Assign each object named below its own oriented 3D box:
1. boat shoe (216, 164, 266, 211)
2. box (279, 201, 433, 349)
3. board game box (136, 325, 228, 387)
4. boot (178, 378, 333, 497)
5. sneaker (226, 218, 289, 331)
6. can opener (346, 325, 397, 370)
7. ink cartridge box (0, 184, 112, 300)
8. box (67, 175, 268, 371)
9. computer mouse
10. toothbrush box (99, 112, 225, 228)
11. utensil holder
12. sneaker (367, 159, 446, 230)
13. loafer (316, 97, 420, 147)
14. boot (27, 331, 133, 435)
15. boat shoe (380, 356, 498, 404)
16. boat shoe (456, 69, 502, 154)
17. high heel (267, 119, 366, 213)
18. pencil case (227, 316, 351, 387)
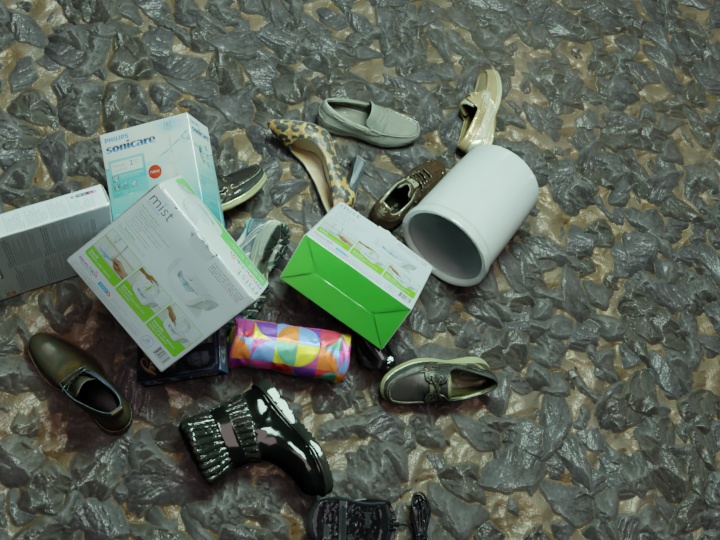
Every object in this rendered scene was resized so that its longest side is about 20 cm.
[{"bbox_3d":[-0.246,-0.130,1.236,0.200,0.073,0.065,-35,122,-25],"label":"boat shoe"},{"bbox_3d":[0.000,0.000,1.211,0.200,0.097,0.177,35,27,0],"label":"box"},{"bbox_3d":[-0.276,0.069,1.152,0.135,0.035,0.201,-10,69,9],"label":"board game box"},{"bbox_3d":[-0.155,0.277,1.103,0.158,0.080,0.211,-29,68,-31],"label":"boot"},{"bbox_3d":[-0.192,0.005,1.223,0.086,0.078,0.201,19,74,31],"label":"sneaker"},{"bbox_3d":[-0.002,0.081,1.242,0.063,0.079,0.200,-16,60,-29],"label":"can opener"},{"bbox_3d":[-0.459,-0.035,1.084,0.199,0.196,0.043,-20,73,-22],"label":"ink cartridge box"},{"bbox_3d":[-0.262,0.003,1.032,0.176,0.097,0.200,-37,98,13],"label":"box"},{"bbox_3d":[0.013,0.410,1.121,0.199,0.046,0.141,3,72,-20],"label":"computer mouse"},{"bbox_3d":[-0.297,-0.119,1.135,0.146,0.085,0.201,-11,82,9],"label":"toothbrush box"},{"bbox_3d":[0.197,-0.100,1.315,0.170,0.170,0.200,41,61,3],"label":"utensil holder"},{"bbox_3d":[0.097,-0.143,1.352,0.070,0.076,0.200,43,64,5],"label":"sneaker"},{"bbox_3d":[0.019,-0.278,1.389,0.199,0.070,0.070,6,67,-13],"label":"loafer"},{"bbox_3d":[-0.405,0.150,1.078,0.200,0.097,0.075,41,63,3],"label":"boot"},{"bbox_3d":[0.132,0.182,1.222,0.199,0.065,0.074,-9,104,-18],"label":"boat shoe"},{"bbox_3d":[0.228,-0.315,1.461,0.069,0.074,0.201,17,65,-15],"label":"boat shoe"},{"bbox_3d":[-0.089,-0.180,1.314,0.199,0.071,0.143,27,57,-14],"label":"high heel"},{"bbox_3d":[-0.109,0.128,1.178,0.199,0.088,0.089,12,65,-10],"label":"pencil case"}]
